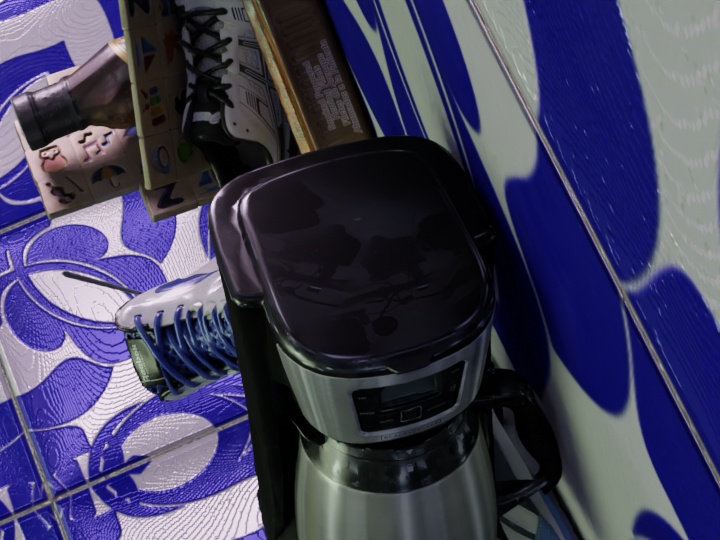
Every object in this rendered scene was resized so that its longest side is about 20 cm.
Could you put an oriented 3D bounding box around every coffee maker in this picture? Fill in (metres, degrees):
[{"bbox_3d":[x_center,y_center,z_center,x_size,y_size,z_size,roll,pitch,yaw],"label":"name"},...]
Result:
[{"bbox_3d":[-0.008,0.043,0.885,0.192,0.135,0.200,37,146,36],"label":"coffee maker"}]

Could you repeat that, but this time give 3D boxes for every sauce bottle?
[{"bbox_3d":[-0.147,-0.139,1.359,0.066,0.199,0.066,157,90,-84],"label":"sauce bottle"}]

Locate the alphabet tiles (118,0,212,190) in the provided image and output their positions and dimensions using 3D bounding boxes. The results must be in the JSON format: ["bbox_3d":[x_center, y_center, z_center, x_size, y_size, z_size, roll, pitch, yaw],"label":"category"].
[{"bbox_3d":[-0.110,-0.166,1.255,0.167,0.008,0.201,-28,-67,-62],"label":"alphabet tiles"}]

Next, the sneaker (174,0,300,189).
[{"bbox_3d":[-0.080,-0.122,1.223,0.088,0.075,0.200,-50,-52,-43],"label":"sneaker"}]

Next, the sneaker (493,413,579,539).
[{"bbox_3d":[0.068,0.146,0.987,0.074,0.082,0.200,77,167,-60],"label":"sneaker"}]

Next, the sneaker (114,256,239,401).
[{"bbox_3d":[-0.077,0.038,1.115,0.081,0.115,0.199,61,174,-14],"label":"sneaker"}]

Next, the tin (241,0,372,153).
[{"bbox_3d":[-0.030,-0.114,1.148,0.112,0.042,0.201,-114,3,-74],"label":"tin"}]

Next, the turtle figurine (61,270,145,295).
[{"bbox_3d":[-0.084,-0.018,1.464,0.194,0.199,0.144,43,-119,-66],"label":"turtle figurine"}]

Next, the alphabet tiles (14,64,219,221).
[{"bbox_3d":[-0.142,-0.104,1.389,0.008,0.199,0.167,82,165,-51],"label":"alphabet tiles"}]
